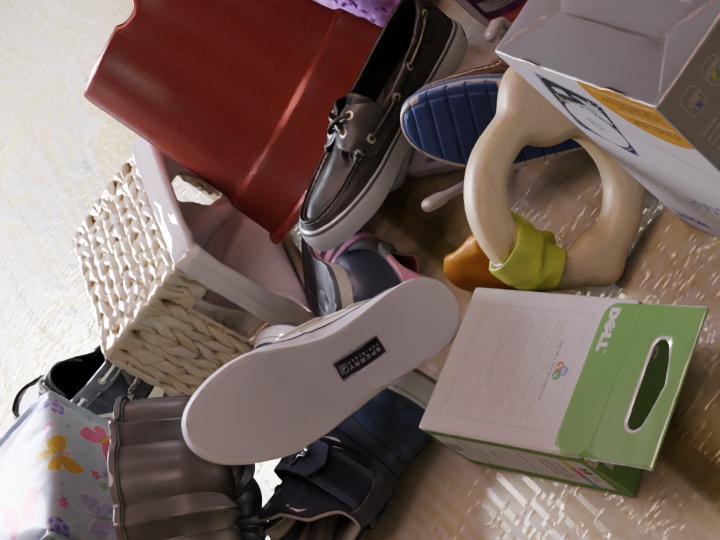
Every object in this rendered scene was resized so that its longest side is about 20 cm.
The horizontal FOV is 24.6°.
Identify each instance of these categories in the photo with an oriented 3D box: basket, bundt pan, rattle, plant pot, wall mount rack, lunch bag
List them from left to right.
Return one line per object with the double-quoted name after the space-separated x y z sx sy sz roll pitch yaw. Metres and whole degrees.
-0.268 0.228 1.314 0.200 0.127 0.170 -46 32 23 "lunch bag"
-0.143 0.002 1.349 0.124 0.135 0.200 -48 35 16 "basket"
-0.107 0.175 1.121 0.075 0.203 0.203 -13 43 4 "bundt pan"
-0.103 -0.155 1.318 0.202 0.194 0.201 -58 10 17 "plant pot"
0.054 -0.097 1.243 0.199 0.074 0.175 -9 55 48 "wall mount rack"
0.117 -0.087 1.106 0.143 0.129 0.202 178 88 -88 "rattle"

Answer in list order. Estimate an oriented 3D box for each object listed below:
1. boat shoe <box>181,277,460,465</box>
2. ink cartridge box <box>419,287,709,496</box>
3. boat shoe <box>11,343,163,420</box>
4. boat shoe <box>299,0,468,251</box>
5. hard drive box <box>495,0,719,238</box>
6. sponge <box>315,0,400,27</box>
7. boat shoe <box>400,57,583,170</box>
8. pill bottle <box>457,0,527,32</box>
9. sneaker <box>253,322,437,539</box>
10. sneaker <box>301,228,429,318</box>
-0.029 0.066 1.086 0.199 0.071 0.070 -31 3 -15 "boat shoe"
0.135 0.074 1.012 0.199 0.059 0.104 4 64 52 "ink cartridge box"
-0.251 0.099 1.455 0.199 0.067 0.072 -16 51 45 "boat shoe"
0.005 -0.110 1.202 0.068 0.057 0.201 15 70 54 "boat shoe"
0.199 -0.087 0.948 0.077 0.200 0.156 -56 33 -2 "hard drive box"
-0.024 -0.239 1.375 0.030 0.111 0.200 -58 14 -10 "sponge"
0.127 -0.120 1.147 0.198 0.073 0.073 -3 36 12 "boat shoe"
0.073 -0.280 1.252 0.111 0.200 0.112 -30 41 30 "pill bottle"
-0.041 0.121 1.169 0.202 0.077 0.147 14 70 53 "sneaker"
0.000 0.000 1.250 0.200 0.081 0.071 -118 24 -67 "sneaker"
